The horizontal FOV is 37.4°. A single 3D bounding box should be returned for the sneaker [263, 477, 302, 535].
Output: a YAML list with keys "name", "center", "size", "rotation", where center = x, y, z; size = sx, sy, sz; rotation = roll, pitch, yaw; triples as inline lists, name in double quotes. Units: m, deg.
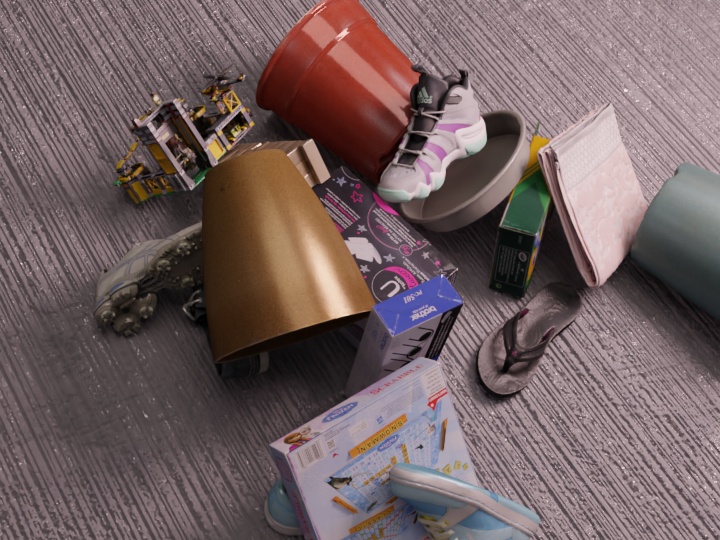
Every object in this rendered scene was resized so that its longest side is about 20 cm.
- name: "sneaker"
  center: [-0.004, 0.236, 1.154]
  size: [0.199, 0.082, 0.074]
  rotation: [-12, 59, -18]

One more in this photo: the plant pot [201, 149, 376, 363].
- name: "plant pot"
  center: [-0.096, -0.022, 1.158]
  size: [0.185, 0.186, 0.201]
  rotation: [-14, 83, -19]

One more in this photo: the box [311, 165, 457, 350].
- name: "box"
  center: [0.000, 0.000, 1.289]
  size: [0.115, 0.132, 0.200]
  rotation: [-37, 68, -26]

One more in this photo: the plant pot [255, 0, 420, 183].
- name: "plant pot"
  center: [-0.003, -0.233, 1.425]
  size: [0.195, 0.201, 0.201]
  rotation: [42, 59, 10]

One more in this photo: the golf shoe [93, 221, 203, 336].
- name: "golf shoe"
  center: [-0.235, -0.016, 1.252]
  size: [0.199, 0.078, 0.097]
  rotation: [-32, 47, 9]

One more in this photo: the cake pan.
- name: "cake pan"
  center: [0.138, -0.126, 1.386]
  size: [0.037, 0.200, 0.201]
  rotation: [46, 50, -27]

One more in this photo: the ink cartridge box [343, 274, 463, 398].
- name: "ink cartridge box"
  center: [0.045, 0.090, 1.191]
  size: [0.094, 0.200, 0.044]
  rotation: [-24, 64, -24]

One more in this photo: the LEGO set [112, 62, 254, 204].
- name: "LEGO set"
  center: [-0.237, -0.185, 1.352]
  size: [0.153, 0.116, 0.200]
  rotation: [5, 44, 51]

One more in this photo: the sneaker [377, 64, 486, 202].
- name: "sneaker"
  center: [0.076, -0.181, 1.299]
  size: [0.077, 0.141, 0.200]
  rotation: [10, 39, 35]

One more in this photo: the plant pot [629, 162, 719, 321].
- name: "plant pot"
  center: [0.468, -0.031, 1.368]
  size: [0.196, 0.201, 0.200]
  rotation: [32, 56, 22]

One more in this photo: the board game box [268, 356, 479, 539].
- name: "board game box"
  center: [0.026, 0.224, 1.117]
  size: [0.199, 0.041, 0.201]
  rotation: [-26, 108, -26]

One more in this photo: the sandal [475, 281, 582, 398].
- name: "sandal"
  center: [0.209, 0.076, 1.324]
  size: [0.075, 0.048, 0.200]
  rotation: [35, 56, 14]

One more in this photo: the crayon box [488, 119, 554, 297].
- name: "crayon box"
  center: [0.223, -0.082, 1.386]
  size: [0.051, 0.126, 0.201]
  rotation: [16, 54, 12]

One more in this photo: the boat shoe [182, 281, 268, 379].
- name: "boat shoe"
  center: [-0.177, 0.041, 1.266]
  size: [0.062, 0.073, 0.201]
  rotation: [-19, 66, -26]

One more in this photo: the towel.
- name: "towel"
  center: [0.311, -0.102, 1.383]
  size: [0.200, 0.032, 0.192]
  rotation: [-37, 110, -46]

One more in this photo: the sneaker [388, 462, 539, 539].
- name: "sneaker"
  center: [0.093, 0.282, 1.094]
  size: [0.199, 0.079, 0.131]
  rotation: [28, 79, -30]

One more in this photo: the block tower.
- name: "block tower"
  center: [-0.125, -0.124, 1.326]
  size: [0.058, 0.054, 0.199]
  rotation: [-42, 27, -30]
